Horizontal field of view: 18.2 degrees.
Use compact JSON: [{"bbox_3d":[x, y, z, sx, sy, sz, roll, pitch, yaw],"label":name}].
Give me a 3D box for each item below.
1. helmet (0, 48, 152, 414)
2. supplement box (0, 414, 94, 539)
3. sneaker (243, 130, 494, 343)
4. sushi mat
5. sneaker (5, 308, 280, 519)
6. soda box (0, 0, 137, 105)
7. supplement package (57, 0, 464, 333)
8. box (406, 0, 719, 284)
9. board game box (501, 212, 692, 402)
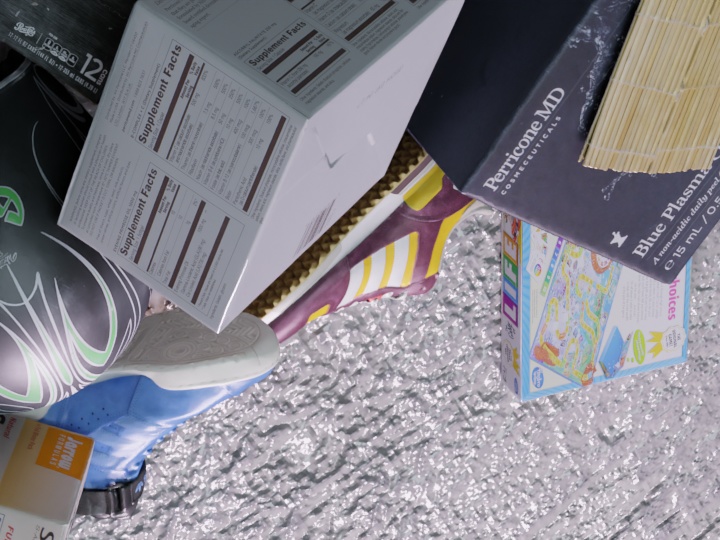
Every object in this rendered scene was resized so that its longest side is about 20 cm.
[{"bbox_3d":[-0.209,-0.011,1.296,0.199,0.200,0.192,-28,106,-9],"label":"helmet"},{"bbox_3d":[-0.266,0.125,1.326,0.199,0.126,0.074,17,109,-6],"label":"supplement box"},{"bbox_3d":[0.000,0.000,1.454,0.200,0.075,0.090,-43,119,2],"label":"sneaker"},{"bbox_3d":[0.195,-0.144,1.286,0.095,0.012,0.201,0,123,-32],"label":"sushi mat"},{"bbox_3d":[-0.139,0.096,1.419,0.198,0.077,0.112,-13,119,4],"label":"sneaker"},{"bbox_3d":[-0.197,-0.173,1.219,0.199,0.063,0.071,33,101,5],"label":"soda box"},{"bbox_3d":[-0.050,-0.094,1.220,0.200,0.111,0.156,-44,164,-50],"label":"supplement package"},{"bbox_3d":[0.156,-0.122,1.371,0.199,0.118,0.197,21,112,-38],"label":"box"},{"bbox_3d":[0.163,-0.017,1.543,0.134,0.034,0.201,-11,119,-19],"label":"board game box"}]
